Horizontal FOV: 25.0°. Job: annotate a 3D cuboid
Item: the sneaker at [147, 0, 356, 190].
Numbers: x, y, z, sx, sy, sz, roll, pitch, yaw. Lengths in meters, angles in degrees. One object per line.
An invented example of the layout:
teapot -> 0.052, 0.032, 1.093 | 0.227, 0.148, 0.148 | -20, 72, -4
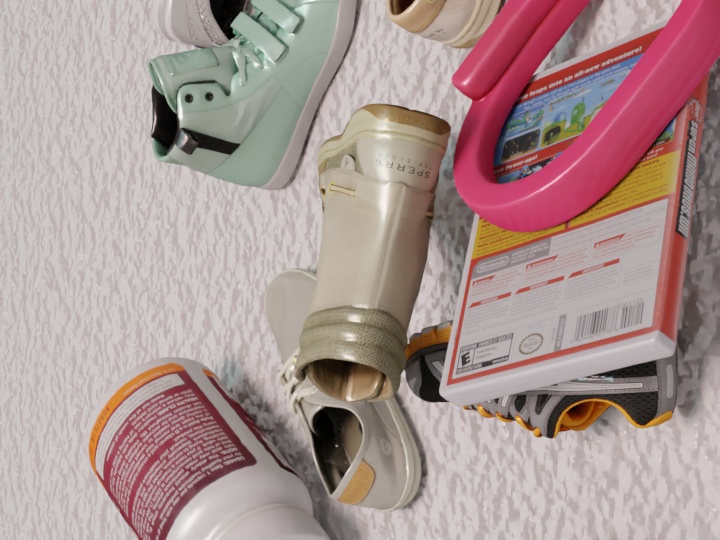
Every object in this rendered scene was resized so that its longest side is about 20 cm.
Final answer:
sneaker -> -0.078, -0.154, 1.104 | 0.074, 0.117, 0.202 | 38, 115, 49

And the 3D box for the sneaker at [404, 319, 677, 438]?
sneaker -> 0.095, 0.057, 0.898 | 0.199, 0.078, 0.078 | -17, 83, 52

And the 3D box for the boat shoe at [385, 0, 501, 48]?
boat shoe -> 0.057, -0.238, 0.974 | 0.073, 0.069, 0.203 | 14, 98, 52

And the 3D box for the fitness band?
fitness band -> 0.121, -0.111, 0.861 | 0.201, 0.037, 0.144 | -53, 35, 5

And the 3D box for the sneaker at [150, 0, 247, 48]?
sneaker -> -0.090, -0.254, 1.184 | 0.082, 0.074, 0.202 | 29, 117, 35

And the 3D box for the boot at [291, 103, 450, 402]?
boot -> 0.000, 0.000, 0.956 | 0.200, 0.071, 0.157 | 130, 151, -77

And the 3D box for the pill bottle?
pill bottle -> -0.102, 0.159, 1.112 | 0.200, 0.113, 0.115 | 45, 121, 45

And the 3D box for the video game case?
video game case -> 0.114, -0.033, 0.846 | 0.142, 0.017, 0.202 | -19, 48, 44

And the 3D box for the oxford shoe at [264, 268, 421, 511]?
oxford shoe -> -0.024, 0.073, 1.065 | 0.076, 0.057, 0.201 | -59, 43, 34
